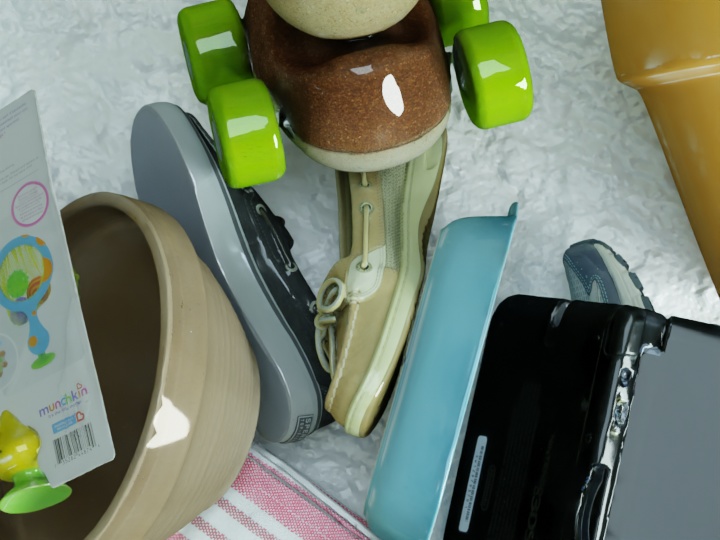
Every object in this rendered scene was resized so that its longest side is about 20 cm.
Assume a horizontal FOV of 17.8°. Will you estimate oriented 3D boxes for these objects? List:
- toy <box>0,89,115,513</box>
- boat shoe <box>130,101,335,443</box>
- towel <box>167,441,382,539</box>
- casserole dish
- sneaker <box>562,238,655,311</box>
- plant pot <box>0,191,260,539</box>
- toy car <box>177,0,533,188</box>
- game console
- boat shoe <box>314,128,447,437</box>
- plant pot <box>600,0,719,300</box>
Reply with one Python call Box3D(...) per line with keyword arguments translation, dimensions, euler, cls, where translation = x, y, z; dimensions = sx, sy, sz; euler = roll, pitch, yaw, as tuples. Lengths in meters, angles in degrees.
Box3D(translation=(-0.174, 0.026, 1.140), dimensions=(0.115, 0.047, 0.200), euler=(-27, 61, 26), cls="toy")
Box3D(translation=(-0.062, -0.002, 1.228), dimensions=(0.057, 0.069, 0.200), euler=(-17, 74, -33), cls="boat shoe")
Box3D(translation=(-0.063, 0.206, 1.193), dimensions=(0.146, 0.030, 0.200), euler=(36, 81, 7), cls="towel")
Box3D(translation=(0.038, 0.057, 1.174), dimensions=(0.039, 0.121, 0.200), euler=(16, 80, 2), cls="casserole dish")
Box3D(translation=(0.123, 0.082, 1.192), dimensions=(0.086, 0.078, 0.200), euler=(-13, 77, 2), cls="sneaker")
Box3D(translation=(-0.115, 0.068, 1.169), dimensions=(0.093, 0.201, 0.201), euler=(17, 75, -33), cls="plant pot")
Box3D(translation=(-0.012, -0.165, 1.172), dimensions=(0.164, 0.200, 0.158), euler=(-14, 40, -7), cls="toy car")
Box3D(translation=(0.137, 0.124, 1.138), dimensions=(0.116, 0.176, 0.200), euler=(15, 85, -31), cls="game console")
Box3D(translation=(0.001, -0.002, 1.189), dimensions=(0.063, 0.073, 0.201), euler=(13, 53, -1), cls="boat shoe")
Box3D(translation=(0.235, -0.075, 1.179), dimensions=(0.200, 0.200, 0.184), euler=(-10, 93, -1), cls="plant pot")
